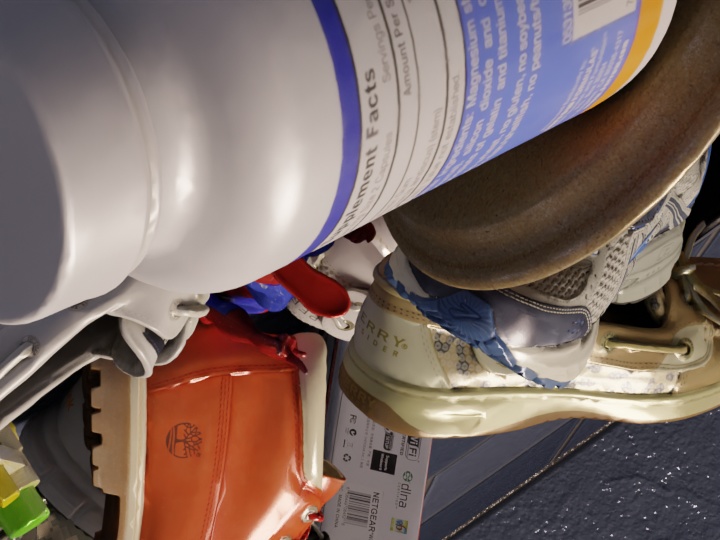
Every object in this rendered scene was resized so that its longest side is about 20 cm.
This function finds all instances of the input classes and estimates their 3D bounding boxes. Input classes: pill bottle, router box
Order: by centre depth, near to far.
[{"bbox_3d":[-0.022,-0.061,0.645,0.200,0.112,0.112,-28,167,-37],"label":"pill bottle"},{"bbox_3d":[-0.012,0.112,1.291,0.049,0.201,0.180,13,155,-10],"label":"router box"}]

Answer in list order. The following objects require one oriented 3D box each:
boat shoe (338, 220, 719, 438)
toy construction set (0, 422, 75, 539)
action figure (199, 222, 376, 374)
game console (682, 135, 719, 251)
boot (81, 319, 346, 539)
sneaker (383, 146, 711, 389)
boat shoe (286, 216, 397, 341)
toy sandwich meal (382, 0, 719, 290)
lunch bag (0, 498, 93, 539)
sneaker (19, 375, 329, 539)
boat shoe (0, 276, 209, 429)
[{"bbox_3d":[0.086,0.017,0.985,0.199,0.073,0.063,-9,125,-35],"label":"boat shoe"},{"bbox_3d":[-0.166,0.094,0.968,0.131,0.092,0.200,-34,159,-13],"label":"toy construction set"},{"bbox_3d":[-0.028,-0.002,0.970,0.066,0.052,0.200,-59,-168,-10],"label":"action figure"},{"bbox_3d":[0.127,-0.057,1.140,0.200,0.117,0.176,-35,170,0],"label":"game console"},{"bbox_3d":[-0.059,0.114,1.054,0.107,0.201,0.075,-2,-159,-11],"label":"boot"},{"bbox_3d":[0.072,-0.027,0.892,0.085,0.077,0.200,-63,169,25],"label":"sneaker"},{"bbox_3d":[0.000,0.000,1.108,0.069,0.071,0.200,-34,171,-5],"label":"boat shoe"},{"bbox_3d":[0.083,-0.078,0.778,0.070,0.206,0.205,28,125,-31],"label":"toy sandwich meal"},{"bbox_3d":[-0.151,0.169,1.224,0.199,0.118,0.164,-15,164,-20],"label":"lunch bag"},{"bbox_3d":[-0.050,0.111,1.118,0.080,0.200,0.074,-48,-171,17],"label":"sneaker"},{"bbox_3d":[-0.083,0.004,0.868,0.200,0.066,0.072,-32,169,-23],"label":"boat shoe"}]
